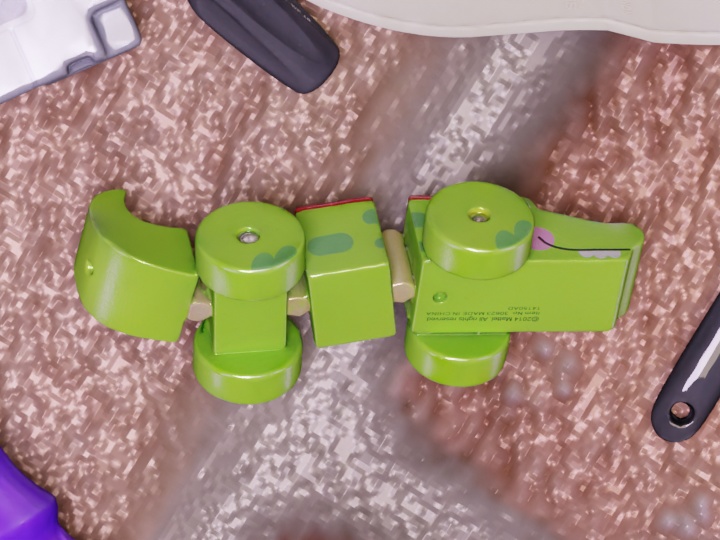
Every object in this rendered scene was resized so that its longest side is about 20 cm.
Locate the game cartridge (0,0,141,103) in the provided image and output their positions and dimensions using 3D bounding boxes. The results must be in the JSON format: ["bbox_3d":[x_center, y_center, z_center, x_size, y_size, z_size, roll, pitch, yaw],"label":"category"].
[{"bbox_3d":[-0.193,-0.100,1.029,0.200,0.041,0.133,-23,98,-3],"label":"game cartridge"}]

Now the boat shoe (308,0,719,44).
[{"bbox_3d":[0.058,-0.124,1.035,0.202,0.072,0.060,6,52,7],"label":"boat shoe"}]

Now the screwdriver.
[{"bbox_3d":[-0.084,-0.127,1.016,0.200,0.028,0.029,37,50,-23],"label":"screwdriver"}]

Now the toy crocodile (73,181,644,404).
[{"bbox_3d":[0.000,0.000,1.041,0.200,0.062,0.068,-4,133,-6],"label":"toy crocodile"}]

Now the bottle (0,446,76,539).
[{"bbox_3d":[-0.114,0.139,1.034,0.084,0.065,0.200,-27,95,-3],"label":"bottle"}]

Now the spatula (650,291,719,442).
[{"bbox_3d":[0.158,-0.026,1.068,0.057,0.021,0.200,30,91,-7],"label":"spatula"}]
